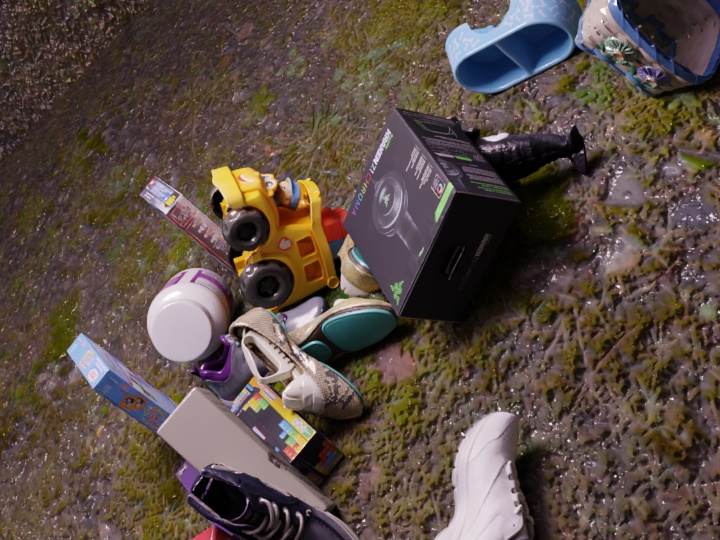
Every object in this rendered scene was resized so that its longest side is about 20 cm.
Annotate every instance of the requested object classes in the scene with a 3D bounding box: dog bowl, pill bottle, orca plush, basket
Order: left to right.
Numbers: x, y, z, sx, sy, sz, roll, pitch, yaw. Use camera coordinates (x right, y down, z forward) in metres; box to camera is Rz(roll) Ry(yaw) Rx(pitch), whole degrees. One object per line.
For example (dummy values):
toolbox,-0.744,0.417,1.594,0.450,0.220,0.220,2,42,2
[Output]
pill bottle,-0.239,0.066,1.676,0.112,0.112,0.200,-44,7,6
orca plush,0.172,-0.113,1.427,0.199,0.105,0.071,2,51,24
dog bowl,0.204,-0.301,1.596,0.199,0.111,0.050,-22,52,37
basket,0.352,-0.289,1.323,0.200,0.176,0.140,-39,24,54

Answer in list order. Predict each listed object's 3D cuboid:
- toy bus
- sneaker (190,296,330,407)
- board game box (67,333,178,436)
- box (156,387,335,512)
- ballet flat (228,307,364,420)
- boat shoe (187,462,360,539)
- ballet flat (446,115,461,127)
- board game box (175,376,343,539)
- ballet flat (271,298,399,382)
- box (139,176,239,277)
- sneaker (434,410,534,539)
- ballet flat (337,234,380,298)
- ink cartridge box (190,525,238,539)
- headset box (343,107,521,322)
toy bus,-0.094,-0.059,1.619,0.191,0.201,0.136,-20,29,-5
sneaker,-0.131,0.097,1.581,0.200,0.087,0.074,-44,30,8
board game box,-0.289,0.173,1.586,0.037,0.200,0.151,-51,29,-5
box,-0.125,0.220,1.316,0.068,0.200,0.082,-49,-9,-3
ballet flat,-0.086,0.123,1.427,0.075,0.068,0.200,-26,56,-40
boat shoe,-0.090,0.263,1.218,0.093,0.199,0.075,57,-123,-80
ballet flat,0.062,-0.136,1.610,0.067,0.068,0.201,25,72,24
board game box,-0.128,0.235,1.447,0.166,0.057,0.200,-50,30,-6
ballet flat,-0.034,0.075,1.488,0.200,0.071,0.071,-33,33,29
box,-0.226,-0.052,1.767,0.040,0.200,0.137,-50,30,-4
sneaker,0.128,0.228,1.124,0.087,0.075,0.201,-4,57,35
ballet flat,0.000,0.000,1.519,0.071,0.071,0.200,-42,13,10
ink cartridge box,-0.130,0.383,1.186,0.084,0.144,0.201,-35,32,24
headset box,0.080,-0.060,1.387,0.175,0.092,0.200,-65,35,29
